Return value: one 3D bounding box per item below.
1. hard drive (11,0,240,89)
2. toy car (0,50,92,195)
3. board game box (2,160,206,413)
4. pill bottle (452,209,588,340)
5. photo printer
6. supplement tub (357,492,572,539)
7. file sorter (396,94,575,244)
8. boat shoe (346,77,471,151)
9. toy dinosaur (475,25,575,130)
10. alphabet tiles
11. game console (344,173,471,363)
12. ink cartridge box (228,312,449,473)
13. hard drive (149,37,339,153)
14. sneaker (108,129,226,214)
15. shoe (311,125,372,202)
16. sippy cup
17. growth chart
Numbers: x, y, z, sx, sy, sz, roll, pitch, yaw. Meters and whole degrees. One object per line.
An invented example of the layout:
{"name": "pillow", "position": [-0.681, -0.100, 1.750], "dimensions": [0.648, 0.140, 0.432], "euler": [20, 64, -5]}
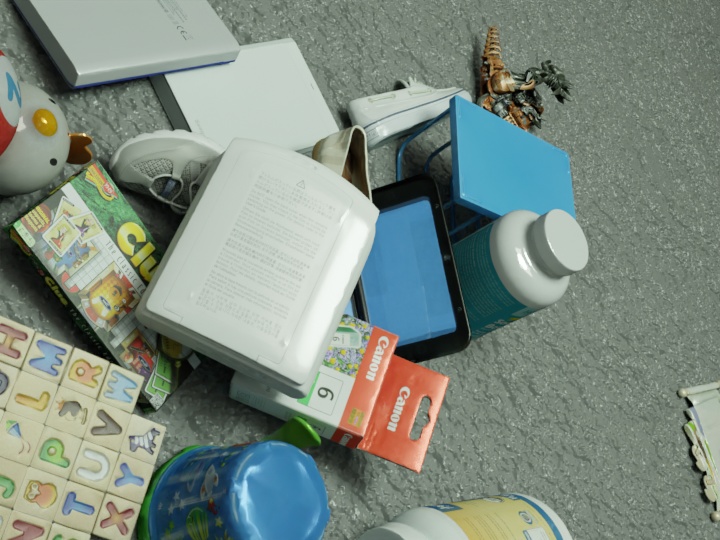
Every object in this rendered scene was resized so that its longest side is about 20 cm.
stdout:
{"name": "hard drive", "position": [-0.233, -0.251, 0.909], "dimensions": [0.199, 0.025, 0.133], "euler": [-23, 71, -45]}
{"name": "toy car", "position": [-0.291, -0.115, 0.724], "dimensions": [0.199, 0.175, 0.187], "euler": [4, 77, -53]}
{"name": "board game box", "position": [-0.210, 0.015, 0.793], "dimensions": [0.201, 0.023, 0.105], "euler": [57, 43, -19]}
{"name": "pill bottle", "position": [0.157, 0.003, 1.017], "dimensions": [0.110, 0.199, 0.112], "euler": [18, 59, -32]}
{"name": "photo printer", "position": [-0.082, -0.012, 0.804], "dimensions": [0.165, 0.069, 0.202], "euler": [25, 70, -5]}
{"name": "supplement tub", "position": [0.098, 0.295, 0.862], "dimensions": [0.198, 0.144, 0.147], "euler": [4, 67, -40]}
{"name": "file sorter", "position": [0.153, -0.093, 1.115], "dimensions": [0.198, 0.122, 0.141], "euler": [20, 57, -33]}
{"name": "boat shoe", "position": [0.065, -0.210, 1.129], "dimensions": [0.199, 0.073, 0.067], "euler": [-27, 90, -44]}
{"name": "toy dinosaur", "position": [0.217, -0.250, 1.275], "dimensions": [0.134, 0.102, 0.203], "euler": [-6, 94, -25]}
{"name": "alphabet tiles", "position": [-0.255, 0.137, 0.711], "dimensions": [0.199, 0.006, 0.169], "euler": [28, 64, -27]}
{"name": "game console", "position": [0.000, 0.000, 0.942], "dimensions": [0.174, 0.116, 0.203], "euler": [5, 66, -39]}
{"name": "ink cartridge box", "position": [-0.014, 0.103, 0.863], "dimensions": [0.198, 0.050, 0.110], "euler": [22, 63, 0]}
{"name": "hard drive", "position": [-0.121, -0.181, 0.990], "dimensions": [0.199, 0.026, 0.133], "euler": [-24, 86, -45]}
{"name": "sneaker", "position": [-0.141, -0.072, 0.865], "dimensions": [0.197, 0.075, 0.083], "euler": [15, 50, -22]}
{"name": "shoe", "position": [-0.021, -0.061, 0.902], "dimensions": [0.070, 0.053, 0.202], "euler": [33, 47, -40]}
{"name": "sippy cup", "position": [-0.097, 0.202, 0.750], "dimensions": [0.138, 0.130, 0.180], "euler": [18, 59, -32]}
{"name": "growth chart", "position": [0.527, 0.261, 1.337], "dimensions": [0.143, 0.018, 0.203], "euler": [5, 67, -39]}
